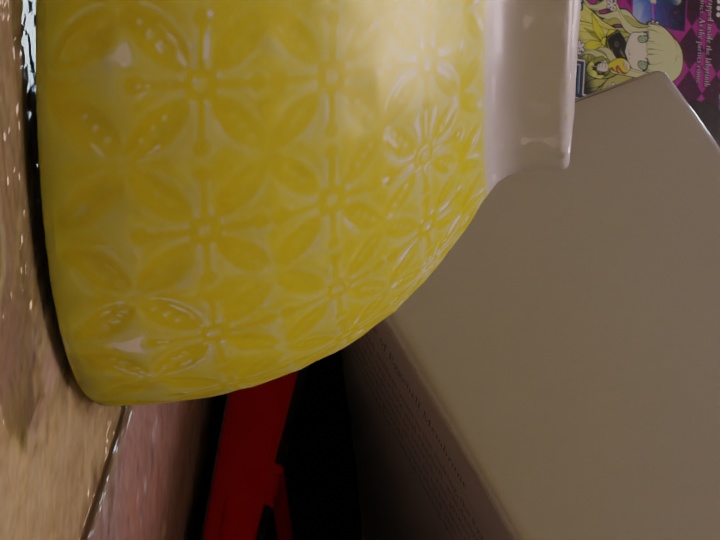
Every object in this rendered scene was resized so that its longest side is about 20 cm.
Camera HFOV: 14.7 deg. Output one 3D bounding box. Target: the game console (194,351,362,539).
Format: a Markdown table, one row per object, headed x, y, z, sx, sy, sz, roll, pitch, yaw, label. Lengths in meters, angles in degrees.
| x | y | z | sx | sy | sz | roll | pitch | yaw | label |
| --- | --- | --- | --- | --- | --- | --- | --- | --- | --- |
| -0.032 | 0.113 | 0.893 | 0.200 | 0.031 | 0.177 | 84 | 16 | -53 | game console |

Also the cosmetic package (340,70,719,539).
| x | y | z | sx | sy | sz | roll | pitch | yaw | label |
| --- | --- | --- | --- | --- | --- | --- | --- | --- | --- |
| 0.086 | 0.087 | 0.845 | 0.200 | 0.123 | 0.200 | 82 | -17 | -51 | cosmetic package |

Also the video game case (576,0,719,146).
| x | y | z | sx | sy | sz | roll | pitch | yaw | label |
| --- | --- | --- | --- | --- | --- | --- | --- | --- | --- |
| 0.072 | -0.135 | 1.072 | 0.036 | 0.181 | 0.201 | 174 | -80 | -65 | video game case |

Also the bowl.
| x | y | z | sx | sy | sz | roll | pitch | yaw | label |
| --- | --- | --- | --- | --- | --- | --- | --- | --- | --- |
| -0.003 | -0.066 | 0.647 | 0.200 | 0.107 | 0.201 | 2 | 90 | -84 | bowl |
